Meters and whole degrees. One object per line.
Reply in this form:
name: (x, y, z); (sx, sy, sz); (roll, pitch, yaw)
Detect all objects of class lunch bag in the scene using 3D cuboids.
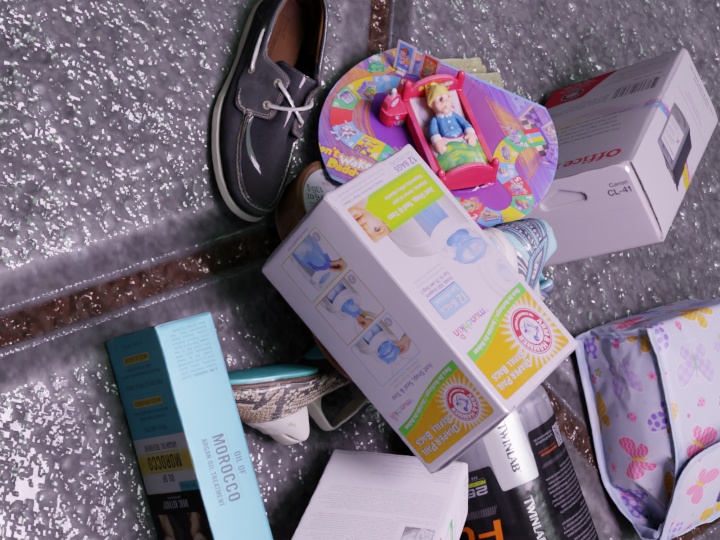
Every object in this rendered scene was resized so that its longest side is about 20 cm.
lunch bag: (0.308, 0.135, 1.378); (0.169, 0.127, 0.202); (-12, 94, -37)

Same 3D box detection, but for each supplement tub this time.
supplement tub: (0.125, 0.202, 1.221); (0.122, 0.122, 0.201); (-22, 93, -38)

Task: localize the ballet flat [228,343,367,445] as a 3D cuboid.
ballet flat: (-0.038, 0.093, 1.160); (0.199, 0.068, 0.076); (-21, 104, -42)

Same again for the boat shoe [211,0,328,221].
boat shoe: (-0.069, -0.138, 1.184); (0.072, 0.067, 0.202); (23, 68, -33)

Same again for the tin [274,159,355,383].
tin: (0.000, 0.000, 1.180); (0.111, 0.042, 0.201); (-3, 61, -34)

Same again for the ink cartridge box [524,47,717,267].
ink cartridge box: (0.216, -0.099, 1.315); (0.086, 0.147, 0.200); (58, 40, -23)

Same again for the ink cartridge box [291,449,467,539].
ink cartridge box: (0.009, 0.205, 1.086); (0.200, 0.108, 0.051); (-60, 151, -62)

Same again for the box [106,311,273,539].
box: (-0.121, 0.137, 1.072); (0.049, 0.082, 0.202); (-15, 89, -37)

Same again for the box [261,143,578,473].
box: (0.044, 0.028, 1.092); (0.200, 0.101, 0.112); (50, 44, 6)

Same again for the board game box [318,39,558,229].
board game box: (0.064, -0.117, 1.205); (0.199, 0.039, 0.158); (25, 58, 11)

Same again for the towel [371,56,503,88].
towel: (0.079, -0.091, 1.306); (0.148, 0.036, 0.202); (-5, 82, -39)

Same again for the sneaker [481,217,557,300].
sneaker: (0.115, 0.030, 1.209); (0.086, 0.200, 0.078); (-23, 64, -20)
